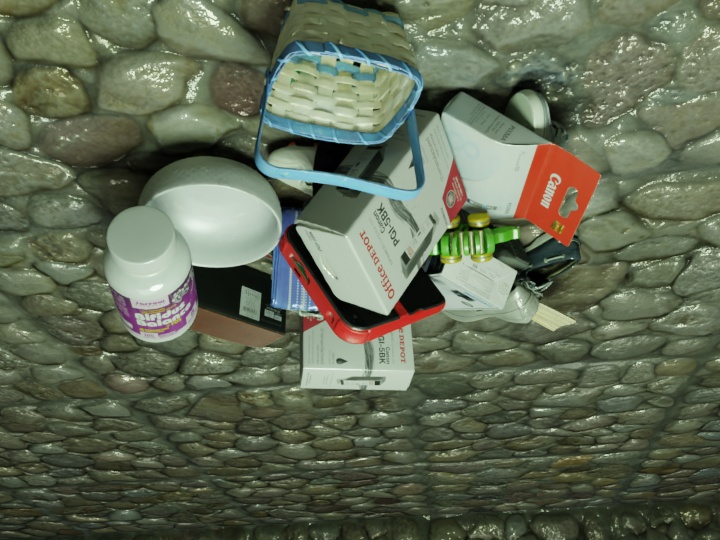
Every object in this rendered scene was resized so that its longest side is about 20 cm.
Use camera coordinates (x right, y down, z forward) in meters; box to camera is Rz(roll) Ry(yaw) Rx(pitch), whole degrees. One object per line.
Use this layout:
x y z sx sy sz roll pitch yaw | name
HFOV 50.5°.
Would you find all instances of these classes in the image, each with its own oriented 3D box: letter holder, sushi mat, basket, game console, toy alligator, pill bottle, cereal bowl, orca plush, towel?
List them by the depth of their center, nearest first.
-0.018 -0.173 0.790 0.173 0.203 0.139 10 148 -18 | basket
-0.018 -0.096 0.955 0.103 0.071 0.204 6 114 -6 | orca plush
0.109 -0.037 1.003 0.196 0.054 0.060 -3 109 13 | toy alligator
-0.275 0.006 1.004 0.110 0.114 0.201 2 151 -6 | pill bottle
0.000 0.000 1.041 0.175 0.201 0.031 -16 148 -36 | game console
-0.202 -0.089 1.041 0.196 0.085 0.201 -1 150 0 | cereal bowl
-0.034 -0.013 1.121 0.196 0.148 0.024 4 180 -19 | towel
-0.242 0.059 1.274 0.198 0.102 0.141 23 144 -35 | letter holder
0.257 0.050 1.278 0.197 0.012 0.096 26 163 -2 | sushi mat

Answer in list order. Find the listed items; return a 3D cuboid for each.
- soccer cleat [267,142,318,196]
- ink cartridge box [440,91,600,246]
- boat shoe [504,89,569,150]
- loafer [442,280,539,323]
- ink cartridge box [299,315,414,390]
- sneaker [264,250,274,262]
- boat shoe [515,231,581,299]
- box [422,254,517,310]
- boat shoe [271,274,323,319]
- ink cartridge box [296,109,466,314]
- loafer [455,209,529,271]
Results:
-0.031 -0.111 1.019 0.197 0.079 0.069 15 146 -26 | soccer cleat
0.183 -0.111 0.952 0.199 0.047 0.161 36 156 17 | ink cartridge box
0.228 -0.159 0.979 0.070 0.071 0.202 -25 145 -7 | boat shoe
0.193 0.041 1.216 0.198 0.071 0.070 -3 137 50 | loafer
-0.008 0.128 1.355 0.196 0.149 0.083 2 148 -8 | ink cartridge box
-0.065 -0.033 1.177 0.196 0.072 0.093 8 166 -20 | sneaker
0.285 0.003 1.244 0.074 0.063 0.200 14 146 -29 | boat shoe
0.130 0.009 1.146 0.115 0.061 0.199 28 168 -19 | box
-0.077 0.044 1.236 0.074 0.063 0.199 20 -178 30 | boat shoe
0.032 -0.073 0.919 0.082 0.201 0.148 17 151 37 | ink cartridge box
0.178 -0.031 1.162 0.198 0.076 0.069 25 127 -38 | loafer
